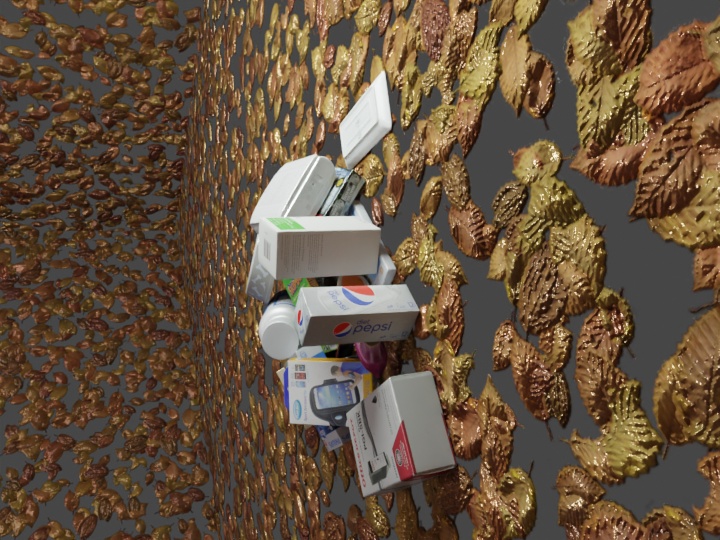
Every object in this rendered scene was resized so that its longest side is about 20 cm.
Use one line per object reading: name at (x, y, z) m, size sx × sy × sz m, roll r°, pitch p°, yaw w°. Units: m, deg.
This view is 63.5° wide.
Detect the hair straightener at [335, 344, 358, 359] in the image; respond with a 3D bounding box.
hair straightener at (-0.036, 0.231, 1.186) m, size 0.203 × 0.040 × 0.078 m, roll 108°, pitch 149°, yaw -44°

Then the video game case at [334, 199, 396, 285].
video game case at (0.000, 0.000, 1.124) m, size 0.203 × 0.021 × 0.186 m, roll -116°, pitch 34°, yaw -42°

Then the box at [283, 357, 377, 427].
box at (-0.063, 0.230, 1.104) m, size 0.041 × 0.193 × 0.124 m, roll -2°, pitch -90°, yaw -74°

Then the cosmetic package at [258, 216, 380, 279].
cosmetic package at (-0.072, -0.043, 1.023) m, size 0.107 × 0.194 × 0.088 m, roll 31°, pitch 121°, yaw 56°

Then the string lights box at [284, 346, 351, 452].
string lights box at (-0.076, 0.257, 1.188) m, size 0.204 × 0.058 × 0.103 m, roll 61°, pitch 151°, yaw 11°

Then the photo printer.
photo printer at (-0.144, -0.143, 1.176) m, size 0.198 × 0.069 × 0.170 m, roll 2°, pitch 60°, yaw 59°

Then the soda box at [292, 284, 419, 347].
soda box at (-0.006, 0.070, 0.934) m, size 0.064 × 0.193 × 0.070 m, roll 63°, pitch 144°, yaw 42°

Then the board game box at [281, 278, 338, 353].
board game box at (-0.103, 0.072, 1.199) m, size 0.095 × 0.030 × 0.204 m, roll -25°, pitch 93°, yaw 54°

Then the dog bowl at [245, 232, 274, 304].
dog bowl at (-0.219, -0.029, 1.334) m, size 0.200 × 0.057 × 0.208 m, roll -167°, pitch 89°, yaw -79°

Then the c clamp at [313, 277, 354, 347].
c clamp at (-0.071, 0.080, 1.209) m, size 0.170 × 0.027 × 0.205 m, roll -32°, pitch 85°, yaw 55°

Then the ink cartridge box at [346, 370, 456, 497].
ink cartridge box at (0.058, 0.271, 0.944) m, size 0.201 × 0.080 × 0.151 m, roll 128°, pitch 134°, yaw -53°

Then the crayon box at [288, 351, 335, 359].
crayon box at (-0.115, 0.222, 1.356) m, size 0.198 × 0.050 × 0.131 m, roll -175°, pitch 83°, yaw -65°

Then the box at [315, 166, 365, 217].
box at (-0.078, -0.144, 1.189) m, size 0.139 × 0.039 × 0.199 m, roll -59°, pitch 27°, yaw -4°

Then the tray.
tray at (0.002, -0.277, 1.102) m, size 0.199 × 0.021 × 0.112 m, roll 149°, pitch 115°, yaw -63°

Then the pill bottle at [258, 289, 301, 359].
pill bottle at (-0.168, 0.122, 1.296) m, size 0.200 × 0.108 × 0.117 m, roll -90°, pitch 5°, yaw -76°

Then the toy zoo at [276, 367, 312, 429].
toy zoo at (-0.143, 0.280, 1.281) m, size 0.134 × 0.020 × 0.200 m, roll 62°, pitch 170°, yaw 6°

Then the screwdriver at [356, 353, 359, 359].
screwdriver at (0.039, 0.104, 1.054) m, size 0.029 × 0.028 × 0.202 m, roll 46°, pitch 134°, yaw 14°

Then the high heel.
high heel at (0.003, 0.092, 1.053) m, size 0.098 × 0.065 × 0.202 m, roll 83°, pitch 164°, yaw -45°
